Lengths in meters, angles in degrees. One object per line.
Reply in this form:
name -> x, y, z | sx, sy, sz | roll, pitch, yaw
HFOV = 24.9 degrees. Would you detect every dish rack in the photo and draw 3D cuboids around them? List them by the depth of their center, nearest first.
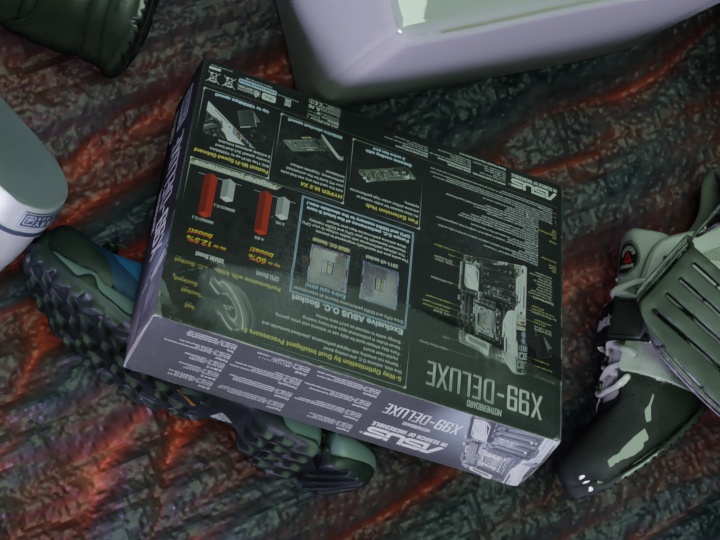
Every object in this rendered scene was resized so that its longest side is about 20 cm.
dish rack -> 0.239, -0.006, 0.786 | 0.153, 0.055, 0.200 | 42, 80, 10

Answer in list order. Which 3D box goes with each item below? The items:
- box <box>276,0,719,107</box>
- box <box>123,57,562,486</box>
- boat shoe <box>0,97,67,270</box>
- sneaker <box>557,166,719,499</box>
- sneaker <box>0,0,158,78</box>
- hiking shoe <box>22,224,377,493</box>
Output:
box -> 0.063, -0.186, 0.769 | 0.199, 0.199, 0.172 | -12, 90, -14
box -> 0.000, 0.000, 0.775 | 0.199, 0.050, 0.158 | 18, 50, -16
boat shoe -> -0.221, -0.082, 0.758 | 0.065, 0.074, 0.200 | -45, 76, 26
sneaker -> 0.151, 0.028, 0.845 | 0.089, 0.074, 0.200 | 45, 68, -7
sneaker -> -0.126, -0.199, 0.791 | 0.091, 0.076, 0.201 | 16, 81, -6
hiking shoe -> -0.069, 0.029, 0.798 | 0.200, 0.074, 0.087 | 34, 61, -13
